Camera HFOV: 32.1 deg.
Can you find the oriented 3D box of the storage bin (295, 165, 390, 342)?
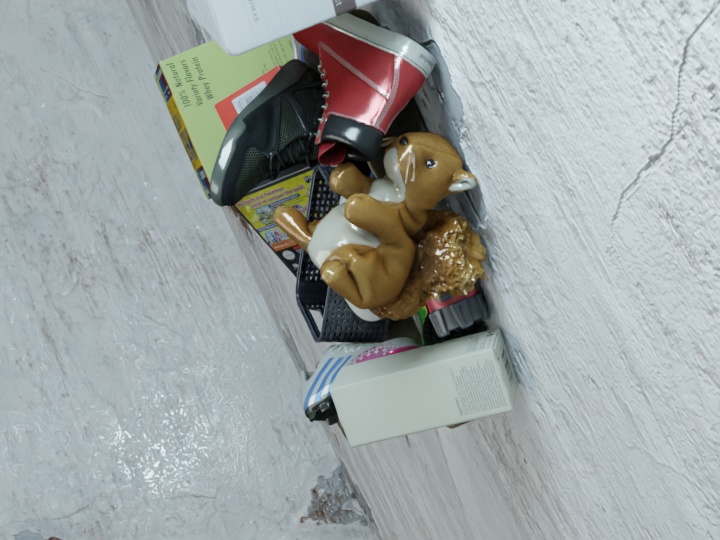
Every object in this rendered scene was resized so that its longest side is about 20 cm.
[{"bbox_3d":[-0.013,-0.020,1.591,0.135,0.093,0.202,-121,36,-57],"label":"storage bin"}]

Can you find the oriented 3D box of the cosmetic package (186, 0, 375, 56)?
[{"bbox_3d":[-0.075,-0.328,1.170,0.165,0.199,0.166,-129,18,-57],"label":"cosmetic package"}]

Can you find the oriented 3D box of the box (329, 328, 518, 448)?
[{"bbox_3d":[0.073,0.134,1.418,0.068,0.198,0.083,-57,-49,-66],"label":"box"}]

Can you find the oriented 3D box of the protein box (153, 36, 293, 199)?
[{"bbox_3d":[-0.161,-0.232,1.778,0.200,0.199,0.135,67,169,-5],"label":"protein box"}]

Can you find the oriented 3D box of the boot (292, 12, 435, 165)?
[{"bbox_3d":[-0.031,-0.187,1.279,0.200,0.145,0.072,31,180,45],"label":"boot"}]

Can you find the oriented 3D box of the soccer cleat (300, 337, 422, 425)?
[{"bbox_3d":[-0.008,0.115,1.547,0.070,0.200,0.087,17,-132,-42],"label":"soccer cleat"}]

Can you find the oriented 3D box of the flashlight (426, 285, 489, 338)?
[{"bbox_3d":[0.082,-0.027,1.423,0.068,0.068,0.201,-32,78,59],"label":"flashlight"}]

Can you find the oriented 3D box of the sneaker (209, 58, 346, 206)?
[{"bbox_3d":[-0.073,-0.132,1.316,0.114,0.200,0.077,27,145,15],"label":"sneaker"}]

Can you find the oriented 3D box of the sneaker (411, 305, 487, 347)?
[{"bbox_3d":[0.103,0.062,1.503,0.085,0.077,0.201,75,176,-68],"label":"sneaker"}]

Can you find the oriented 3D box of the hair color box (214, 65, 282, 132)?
[{"bbox_3d":[-0.095,-0.200,1.585,0.062,0.101,0.200,63,-162,5],"label":"hair color box"}]

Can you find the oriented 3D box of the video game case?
[{"bbox_3d":[-0.066,-0.063,1.731,0.199,0.026,0.181,-16,122,47],"label":"video game case"}]

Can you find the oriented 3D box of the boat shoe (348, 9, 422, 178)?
[{"bbox_3d":[0.018,-0.186,1.384,0.066,0.071,0.202,151,100,-84],"label":"boat shoe"}]

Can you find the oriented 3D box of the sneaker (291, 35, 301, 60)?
[{"bbox_3d":[-0.043,-0.266,1.477,0.201,0.074,0.082,66,165,-12],"label":"sneaker"}]

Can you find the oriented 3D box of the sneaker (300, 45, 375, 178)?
[{"bbox_3d":[-0.011,-0.180,1.439,0.201,0.075,0.079,60,-151,-17],"label":"sneaker"}]

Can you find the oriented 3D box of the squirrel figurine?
[{"bbox_3d":[0.046,-0.049,1.315,0.200,0.187,0.142,39,-175,-35],"label":"squirrel figurine"}]

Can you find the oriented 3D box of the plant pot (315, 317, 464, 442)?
[{"bbox_3d":[0.040,0.144,1.681,0.201,0.172,0.200,62,170,20],"label":"plant pot"}]

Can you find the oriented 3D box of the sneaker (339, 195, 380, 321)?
[{"bbox_3d":[0.000,0.000,1.453,0.089,0.075,0.201,-84,-10,-46],"label":"sneaker"}]
